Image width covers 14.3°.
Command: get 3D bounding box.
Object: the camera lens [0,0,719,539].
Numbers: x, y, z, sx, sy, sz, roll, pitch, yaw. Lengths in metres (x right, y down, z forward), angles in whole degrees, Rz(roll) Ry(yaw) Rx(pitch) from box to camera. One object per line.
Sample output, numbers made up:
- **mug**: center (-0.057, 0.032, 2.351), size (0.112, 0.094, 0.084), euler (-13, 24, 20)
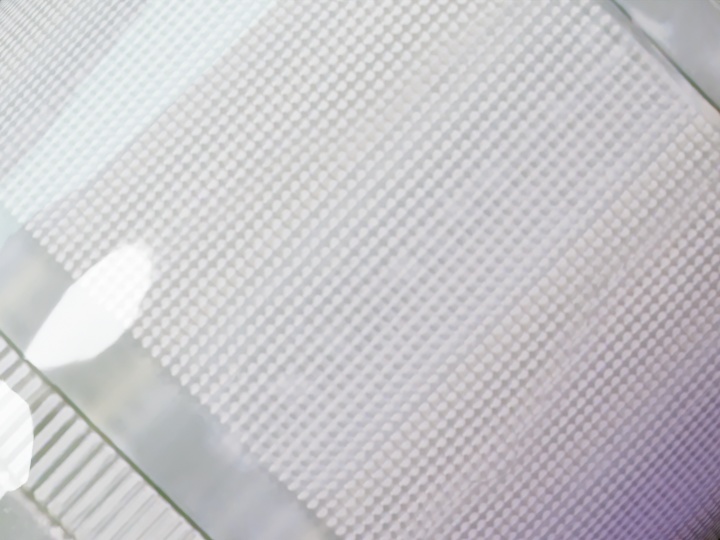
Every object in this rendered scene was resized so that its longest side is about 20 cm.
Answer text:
- **camera lens**: center (-0.007, 0.008, 0.517), size (0.200, 0.160, 0.160), euler (-46, 15, -2)
